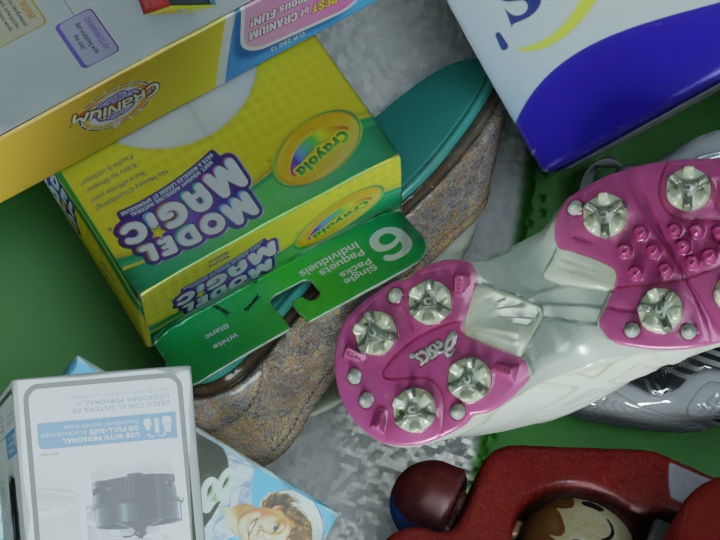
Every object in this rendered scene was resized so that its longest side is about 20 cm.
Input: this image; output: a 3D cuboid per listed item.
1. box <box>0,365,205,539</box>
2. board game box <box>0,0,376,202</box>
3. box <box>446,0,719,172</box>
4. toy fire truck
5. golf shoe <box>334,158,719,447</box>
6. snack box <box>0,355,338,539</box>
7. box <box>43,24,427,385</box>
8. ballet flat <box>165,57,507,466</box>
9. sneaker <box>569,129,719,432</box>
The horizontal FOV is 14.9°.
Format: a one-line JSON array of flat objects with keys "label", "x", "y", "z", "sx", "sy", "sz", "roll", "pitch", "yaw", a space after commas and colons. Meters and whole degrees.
[{"label": "box", "x": -0.085, "y": 0.138, "z": 0.937, "sx": 0.060, "sy": 0.117, "sz": 0.201, "roll": -5, "pitch": 85, "yaw": -12}, {"label": "board game box", "x": -0.111, "y": -0.123, "z": 1.044, "sx": 0.200, "sy": 0.040, "sz": 0.153, "roll": -29, "pitch": 63, "yaw": -13}, {"label": "box", "x": 0.114, "y": -0.170, "z": 1.076, "sx": 0.184, "sy": 0.105, "sz": 0.200, "roll": -29, "pitch": 90, "yaw": 20}, {"label": "toy fire truck", "x": 0.078, "y": 0.142, "z": 1.044, "sx": 0.167, "sy": 0.112, "sz": 0.200, "roll": 24, "pitch": 48, "yaw": 3}, {"label": "golf shoe", "x": 0.090, "y": 0.013, "z": 1.049, "sx": 0.199, "sy": 0.092, "sz": 0.076, "roll": -19, "pitch": 75, "yaw": 11}, {"label": "snack box", "x": -0.107, "y": 0.147, "z": 1.010, "sx": 0.116, "sy": 0.037, "sz": 0.200, "roll": 31, "pitch": 79, "yaw": -7}, {"label": "box", "x": -0.069, "y": -0.060, "z": 1.056, "sx": 0.117, "sy": 0.048, "sz": 0.200, "roll": -29, "pitch": 66, "yaw": -13}, {"label": "ballet flat", "x": 0.000, "y": 0.000, "z": 1.094, "sx": 0.200, "sy": 0.068, "sz": 0.067, "roll": -46, "pitch": 124, "yaw": -21}, {"label": "sneaker", "x": 0.174, "y": 0.006, "z": 1.095, "sx": 0.199, "sy": 0.075, "sz": 0.115, "roll": 0, "pitch": 79, "yaw": 18}]
